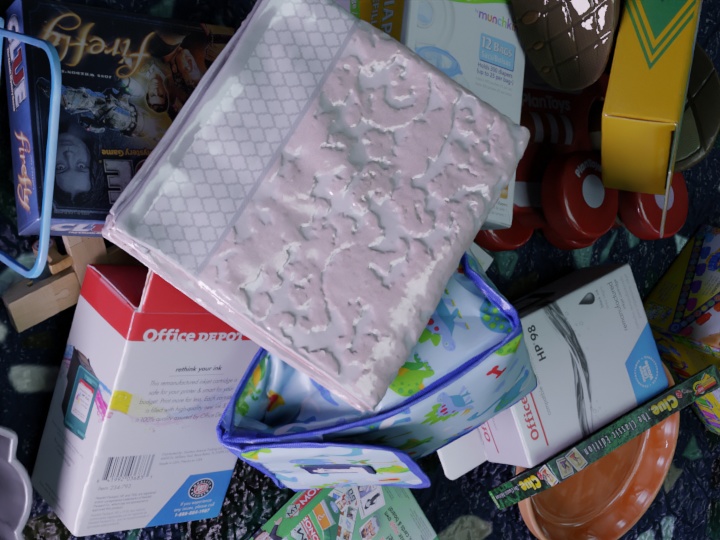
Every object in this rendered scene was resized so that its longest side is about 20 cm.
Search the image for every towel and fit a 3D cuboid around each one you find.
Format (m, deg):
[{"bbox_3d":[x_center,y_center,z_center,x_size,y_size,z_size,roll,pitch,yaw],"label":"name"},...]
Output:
[{"bbox_3d":[-0.020,-0.051,0.712,0.190,0.032,0.201,34,77,-10],"label":"towel"}]

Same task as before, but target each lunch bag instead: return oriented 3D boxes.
[{"bbox_3d":[0.011,0.076,0.812,0.199,0.128,0.170,-31,158,0],"label":"lunch bag"}]

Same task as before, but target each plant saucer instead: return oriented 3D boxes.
[{"bbox_3d":[0.217,0.163,1.123,0.199,0.032,0.202,-12,112,-33],"label":"plant saucer"}]

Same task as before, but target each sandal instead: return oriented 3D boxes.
[{"bbox_3d":[0.219,-0.157,0.943,0.081,0.201,0.055,-30,147,8],"label":"sandal"}]

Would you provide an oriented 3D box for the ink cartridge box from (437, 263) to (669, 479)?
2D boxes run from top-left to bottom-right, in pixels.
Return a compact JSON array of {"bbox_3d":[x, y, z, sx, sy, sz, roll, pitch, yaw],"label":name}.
[{"bbox_3d":[0.148,0.084,1.000,0.199,0.067,0.116,-25,99,-27],"label":"ink cartridge box"}]

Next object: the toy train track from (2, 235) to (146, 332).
[{"bbox_3d":[-0.142,-0.021,0.789,0.199,0.032,0.115,-29,132,-26],"label":"toy train track"}]

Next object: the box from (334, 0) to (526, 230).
[{"bbox_3d":[0.039,-0.134,0.823,0.112,0.101,0.201,10,83,-38],"label":"box"}]

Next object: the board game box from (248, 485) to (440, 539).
[{"bbox_3d":[0.003,0.245,0.989,0.134,0.029,0.201,-41,125,-19],"label":"board game box"}]

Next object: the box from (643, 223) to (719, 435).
[{"bbox_3d":[0.396,0.083,1.128,0.122,0.192,0.200,-50,128,-13],"label":"box"}]

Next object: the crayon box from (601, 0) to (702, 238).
[{"bbox_3d":[0.202,-0.139,0.836,0.126,0.051,0.201,59,42,-69],"label":"crayon box"}]

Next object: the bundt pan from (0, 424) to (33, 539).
[{"bbox_3d":[-0.297,0.140,0.700,0.201,0.076,0.203,-12,111,-33],"label":"bundt pan"}]

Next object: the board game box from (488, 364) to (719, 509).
[{"bbox_3d":[0.210,0.141,1.031,0.199,0.105,0.024,-23,76,-29],"label":"board game box"}]

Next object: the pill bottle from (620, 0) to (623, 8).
[{"bbox_3d":[0.164,-0.285,0.889,0.113,0.114,0.201,16,94,-39],"label":"pill bottle"}]

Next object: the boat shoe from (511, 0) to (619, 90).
[{"bbox_3d":[0.138,-0.221,0.794,0.067,0.072,0.201,-34,118,-52],"label":"boat shoe"}]

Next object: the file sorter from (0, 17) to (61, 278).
[{"bbox_3d":[-0.270,-0.068,0.627,0.199,0.122,0.140,-1,104,-36],"label":"file sorter"}]

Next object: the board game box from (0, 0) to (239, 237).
[{"bbox_3d":[-0.117,-0.088,0.754,0.199,0.035,0.136,0,76,-37],"label":"board game box"}]

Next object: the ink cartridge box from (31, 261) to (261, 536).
[{"bbox_3d":[-0.126,0.064,0.782,0.116,0.067,0.201,2,114,-44],"label":"ink cartridge box"}]

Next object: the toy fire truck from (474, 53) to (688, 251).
[{"bbox_3d":[0.169,-0.104,0.965,0.199,0.112,0.169,-2,87,-37],"label":"toy fire truck"}]

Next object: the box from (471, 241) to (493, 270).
[{"bbox_3d":[0.000,0.000,0.907,0.200,0.036,0.145,38,81,-39],"label":"box"}]
